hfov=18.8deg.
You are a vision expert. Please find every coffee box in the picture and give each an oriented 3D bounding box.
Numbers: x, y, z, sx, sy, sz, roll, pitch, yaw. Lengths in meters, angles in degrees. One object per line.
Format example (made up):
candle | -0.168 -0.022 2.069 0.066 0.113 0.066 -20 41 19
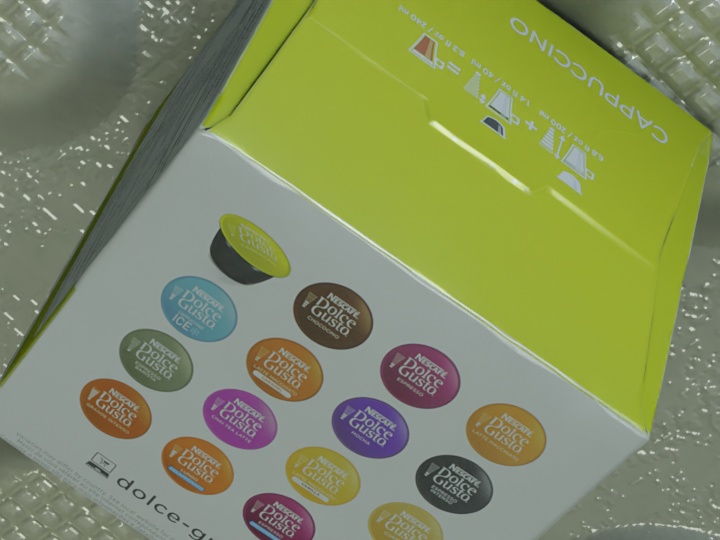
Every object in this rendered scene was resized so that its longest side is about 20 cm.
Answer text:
coffee box | 0.000 0.000 0.885 0.199 0.200 0.198 35 130 -10
